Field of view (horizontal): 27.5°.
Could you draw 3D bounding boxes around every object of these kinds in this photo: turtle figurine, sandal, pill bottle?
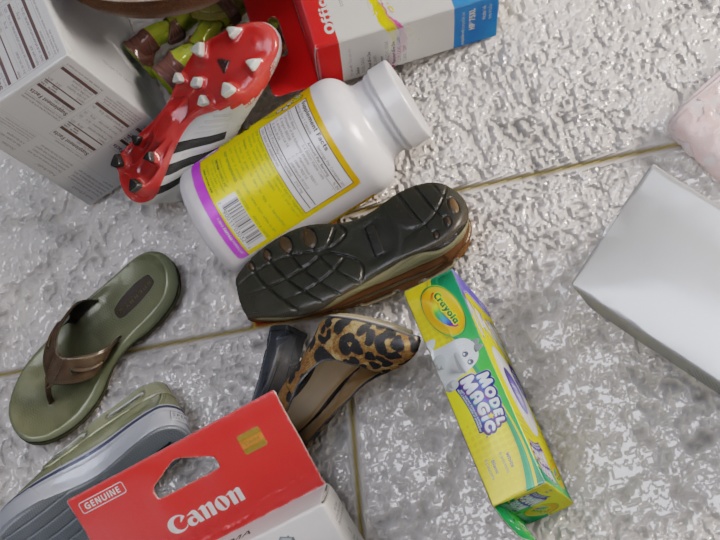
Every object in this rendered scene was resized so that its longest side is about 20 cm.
[{"bbox_3d":[-0.121,-0.224,1.289,0.161,0.064,0.200,-44,67,-6],"label":"turtle figurine"},{"bbox_3d":[-0.239,0.060,1.272,0.080,0.057,0.202,40,92,26],"label":"sandal"},{"bbox_3d":[-0.043,-0.088,1.212,0.199,0.104,0.105,-32,67,9],"label":"pill bottle"}]

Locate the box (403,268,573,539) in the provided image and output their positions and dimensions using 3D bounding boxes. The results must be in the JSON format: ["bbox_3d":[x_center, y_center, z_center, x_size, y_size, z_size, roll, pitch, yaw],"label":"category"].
[{"bbox_3d":[0.101,0.108,1.094,0.048,0.117,0.202,-24,69,10],"label":"box"}]

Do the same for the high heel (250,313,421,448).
[{"bbox_3d":[-0.025,0.110,1.140,0.199,0.071,0.144,-9,63,53],"label":"high heel"}]

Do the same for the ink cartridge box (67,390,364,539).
[{"bbox_3d":[-0.108,0.217,1.138,0.198,0.045,0.178,-28,101,11],"label":"ink cartridge box"}]

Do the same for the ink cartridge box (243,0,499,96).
[{"bbox_3d":[0.004,-0.231,1.222,0.197,0.067,0.117,-17,69,-4],"label":"ink cartridge box"}]

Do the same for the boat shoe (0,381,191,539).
[{"bbox_3d":[-0.227,0.171,1.241,0.199,0.072,0.062,-34,42,6],"label":"boat shoe"}]

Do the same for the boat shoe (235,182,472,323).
[{"bbox_3d":[0.000,0.000,1.184,0.198,0.074,0.076,-19,60,9],"label":"boat shoe"}]

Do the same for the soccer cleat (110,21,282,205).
[{"bbox_3d":[-0.129,-0.131,1.251,0.200,0.085,0.069,-47,63,20],"label":"soccer cleat"}]

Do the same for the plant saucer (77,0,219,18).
[{"bbox_3d":[-0.165,-0.262,1.223,0.197,0.037,0.202,-4,41,3],"label":"plant saucer"}]

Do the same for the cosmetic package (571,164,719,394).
[{"bbox_3d":[0.267,0.026,1.074,0.199,0.081,0.113,37,90,27],"label":"cosmetic package"}]

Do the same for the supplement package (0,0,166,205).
[{"bbox_3d":[-0.267,-0.176,1.269,0.110,0.200,0.157,-31,66,10],"label":"supplement package"}]

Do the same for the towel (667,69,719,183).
[{"bbox_3d":[0.363,-0.109,1.100,0.191,0.032,0.200,-44,64,5],"label":"towel"}]
